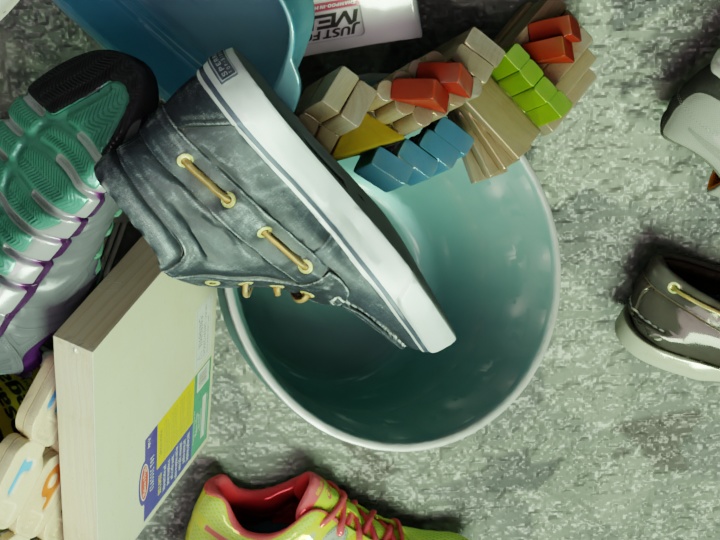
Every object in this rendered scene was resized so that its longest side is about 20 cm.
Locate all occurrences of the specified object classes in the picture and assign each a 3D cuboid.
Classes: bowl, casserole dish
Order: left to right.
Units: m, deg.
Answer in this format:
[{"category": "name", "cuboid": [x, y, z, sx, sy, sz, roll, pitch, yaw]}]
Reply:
[{"category": "casserole dish", "cuboid": [-0.096, -0.151, 0.839, 0.200, 0.039, 0.121, 41, 140, 11]}, {"category": "bowl", "cuboid": [0.000, 0.000, 0.922, 0.200, 0.105, 0.201, 3, 82, -24]}]

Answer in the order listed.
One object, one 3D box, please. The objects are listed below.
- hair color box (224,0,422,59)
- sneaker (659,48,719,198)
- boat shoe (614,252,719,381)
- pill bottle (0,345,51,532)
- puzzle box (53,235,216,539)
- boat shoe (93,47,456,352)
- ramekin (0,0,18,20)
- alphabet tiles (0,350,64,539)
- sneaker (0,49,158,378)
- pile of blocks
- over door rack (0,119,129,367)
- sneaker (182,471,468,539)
[{"category": "hair color box", "cuboid": [-0.033, -0.211, 0.845, 0.099, 0.061, 0.200, -9, 121, 3]}, {"category": "sneaker", "cuboid": [0.254, -0.048, 0.961, 0.200, 0.074, 0.079, 42, 120, -18]}, {"category": "boat shoe", "cuboid": [0.258, 0.040, 1.007, 0.201, 0.072, 0.061, 13, 123, -8]}, {"category": "pill bottle", "cuboid": [-0.239, 0.104, 0.929, 0.112, 0.200, 0.113, 2, 96, 17]}, {"category": "puzzle box", "cuboid": [-0.124, 0.070, 0.936, 0.025, 0.133, 0.200, 21, 134, 14]}, {"category": "boat shoe", "cuboid": [-0.039, -0.013, 0.815, 0.091, 0.071, 0.200, -37, 121, 8]}, {"category": "ramekin", "cuboid": [-0.220, -0.181, 0.755, 0.094, 0.202, 0.203, 35, 122, 26]}, {"category": "alphabet tiles", "cuboid": [-0.160, 0.111, 0.959, 0.015, 0.200, 0.196, 24, 80, 17]}, {"category": "sneaker", "cuboid": [-0.154, -0.026, 0.853, 0.200, 0.074, 0.087, -50, 151, 18]}, {"category": "pile of blocks", "cuboid": [0.053, -0.085, 0.867, 0.200, 0.062, 0.082, -23, 92, -25]}, {"category": "over door rack", "cuboid": [-0.185, -0.018, 0.909, 0.200, 0.067, 0.148, 0, 125, -38]}, {"category": "sneaker", "cuboid": [-0.017, 0.173, 1.070, 0.200, 0.078, 0.090, 4, 114, -8]}]
